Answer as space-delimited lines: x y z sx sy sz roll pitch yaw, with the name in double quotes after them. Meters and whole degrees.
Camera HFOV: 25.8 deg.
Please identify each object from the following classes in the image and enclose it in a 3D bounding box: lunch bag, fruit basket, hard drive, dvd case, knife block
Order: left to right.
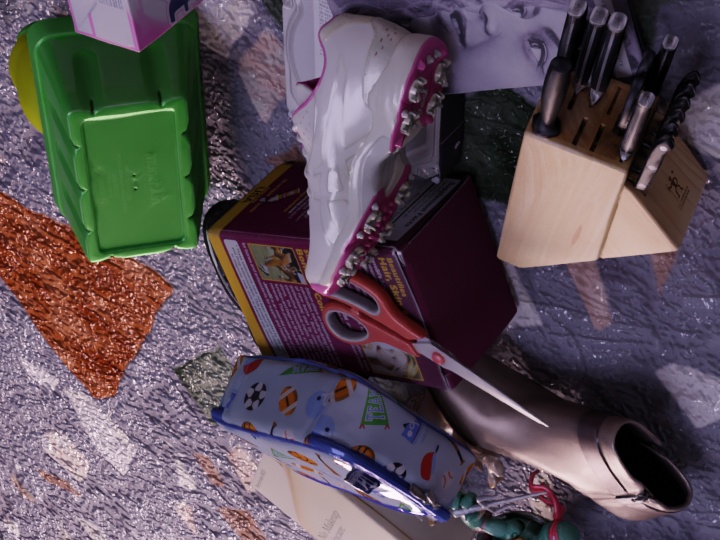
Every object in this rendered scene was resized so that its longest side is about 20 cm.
-0.204 -0.135 1.277 0.216 0.154 0.218 172 90 -81 "fruit basket"
-0.011 0.134 1.234 0.199 0.076 0.160 13 160 49 "lunch bag"
0.008 -0.167 1.089 0.139 0.038 0.201 26 140 23 "hard drive"
0.069 -0.178 0.987 0.198 0.016 0.149 -3 129 28 "dvd case"
0.130 -0.085 0.989 0.199 0.064 0.176 -6 136 48 "knife block"

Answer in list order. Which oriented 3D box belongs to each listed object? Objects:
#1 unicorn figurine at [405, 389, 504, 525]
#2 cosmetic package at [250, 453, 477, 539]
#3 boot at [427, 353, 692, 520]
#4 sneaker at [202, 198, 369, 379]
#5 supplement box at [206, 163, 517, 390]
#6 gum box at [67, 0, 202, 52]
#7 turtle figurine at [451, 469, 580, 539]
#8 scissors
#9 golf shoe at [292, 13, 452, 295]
0.042 0.150 1.350 0.200 0.074 0.138 -40 84 40 "unicorn figurine"
0.003 0.214 1.440 0.199 0.073 0.104 36 144 10 "cosmetic package"
0.154 0.119 1.179 0.199 0.071 0.146 35 164 -21 "boot"
-0.081 0.033 1.347 0.201 0.076 0.087 55 149 -14 "sneaker"
0.000 0.000 1.204 0.199 0.103 0.132 8 130 41 "supplement box"
-0.158 -0.262 1.092 0.066 0.114 0.201 20 137 29 "gum box"
0.113 0.245 1.276 0.199 0.100 0.151 -33 83 39 "turtle figurine"
0.046 0.051 1.109 0.199 0.014 0.074 24 138 28 "scissors"
-0.008 -0.079 1.047 0.091 0.075 0.201 29 119 15 "golf shoe"
